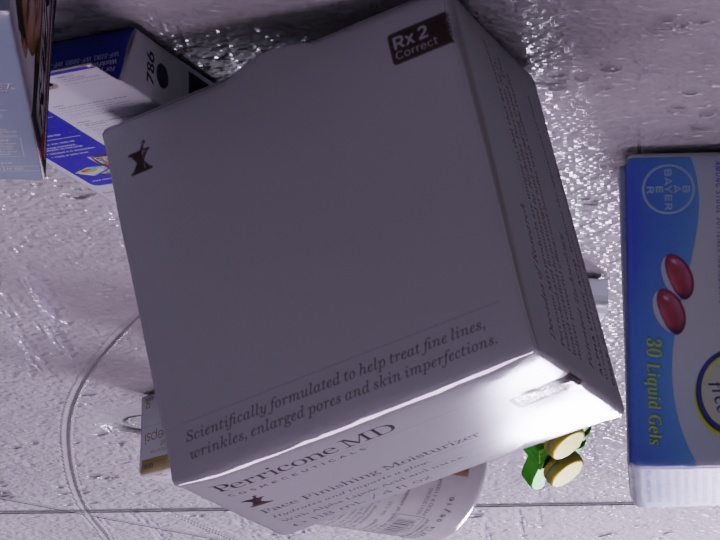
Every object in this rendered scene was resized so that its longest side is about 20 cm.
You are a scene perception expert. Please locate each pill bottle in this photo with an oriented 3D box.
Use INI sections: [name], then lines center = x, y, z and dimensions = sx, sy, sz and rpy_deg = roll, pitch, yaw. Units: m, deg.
[pill bottle]
center = -0.019, 0.123, 1.933
dimensions = 0.199, 0.115, 0.114
rpy_deg = 11, 159, -32

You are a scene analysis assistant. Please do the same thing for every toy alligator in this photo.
[toy alligator]
center = 0.141, 0.094, 1.950
dimensions = 0.054, 0.059, 0.200
rpy_deg = -31, 150, -16

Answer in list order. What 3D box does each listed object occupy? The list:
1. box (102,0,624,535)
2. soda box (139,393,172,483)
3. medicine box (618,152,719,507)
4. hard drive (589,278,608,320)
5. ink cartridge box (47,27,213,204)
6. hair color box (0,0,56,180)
[box]
center = 0.000, 0.000, 1.355
dimensions = 0.198, 0.201, 0.131
rpy_deg = -21, 155, 18
[soda box]
center = -0.069, 0.136, 2.059
dimensions = 0.200, 0.064, 0.068
rpy_deg = 17, 156, -40
[medicine box]
center = 0.248, 0.032, 1.532
dimensions = 0.199, 0.183, 0.103
rpy_deg = -2, 163, 7
[hard drive]
center = 0.049, 0.032, 1.784
dimensions = 0.199, 0.026, 0.132
rpy_deg = 3, 158, -9
[ink cartridge box]
center = -0.129, -0.082, 1.422
dimensions = 0.099, 0.039, 0.200
rpy_deg = -7, 162, 23
[hair color box]
center = -0.171, -0.119, 1.206
dimensions = 0.060, 0.099, 0.200
rpy_deg = 1, 162, -1
